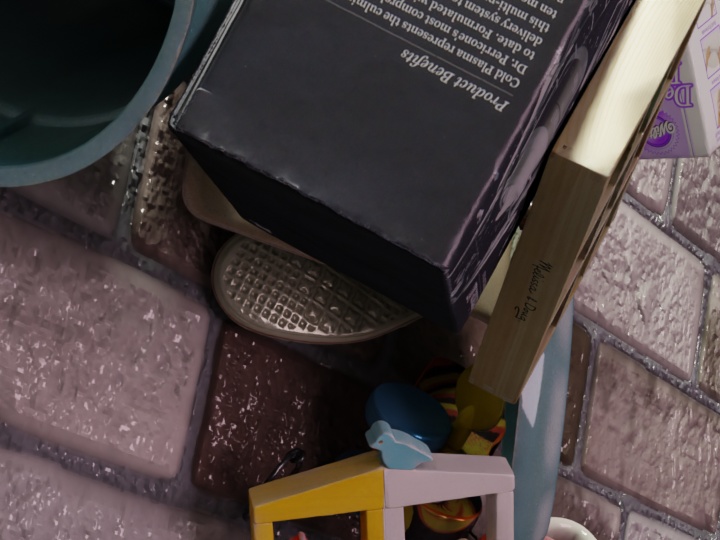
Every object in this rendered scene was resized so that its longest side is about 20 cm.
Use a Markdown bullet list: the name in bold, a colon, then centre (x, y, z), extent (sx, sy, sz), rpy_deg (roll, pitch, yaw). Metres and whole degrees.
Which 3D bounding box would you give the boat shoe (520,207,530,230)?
- **boat shoe**: centre (0.054, -0.068, 1.112), extent (0.200, 0.068, 0.072), rpy_deg (31, 70, -27)

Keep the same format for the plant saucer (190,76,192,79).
- **plant saucer**: centre (-0.012, -0.095, 1.000), extent (0.200, 0.037, 0.201), rpy_deg (15, 65, -34)

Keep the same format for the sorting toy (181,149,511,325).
- **sorting toy**: centre (0.009, -0.085, 0.966), extent (0.200, 0.036, 0.185), rpy_deg (22, 61, -31)

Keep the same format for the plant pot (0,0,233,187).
- **plant pot**: centre (-0.104, -0.155, 0.796), extent (0.196, 0.200, 0.200), rpy_deg (-33, 117, -59)

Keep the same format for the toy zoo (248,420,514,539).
- **toy zoo**: centre (0.012, 0.165, 0.981), extent (0.020, 0.131, 0.200), rpy_deg (-114, -161, -64)

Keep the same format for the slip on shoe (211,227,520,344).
- **slip on shoe**: centre (0.000, 0.000, 1.042), extent (0.200, 0.061, 0.074), rpy_deg (-11, 88, -41)

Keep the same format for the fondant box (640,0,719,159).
- **fondant box**: centre (0.136, -0.166, 1.160), extent (0.058, 0.144, 0.200), rpy_deg (-41, 122, -47)

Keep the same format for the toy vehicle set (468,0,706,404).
- **toy vehicle set**: centre (0.103, -0.036, 0.899), extent (0.124, 0.027, 0.200), rpy_deg (-59, 170, -31)

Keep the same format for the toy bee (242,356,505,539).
- **toy bee**: centre (0.033, 0.122, 1.042), extent (0.200, 0.109, 0.131), rpy_deg (-42, 162, -38)

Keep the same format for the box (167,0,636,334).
- **box**: centre (0.032, -0.096, 0.800), extent (0.197, 0.124, 0.200), rpy_deg (-60, 172, -5)

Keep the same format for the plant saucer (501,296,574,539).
- **plant saucer**: centre (0.096, 0.066, 1.070), extent (0.200, 0.027, 0.200), rpy_deg (6, 90, -87)

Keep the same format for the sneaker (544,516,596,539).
- **sneaker**: centre (0.078, 0.206, 1.102), extent (0.200, 0.075, 0.105), rpy_deg (-39, 162, -54)
